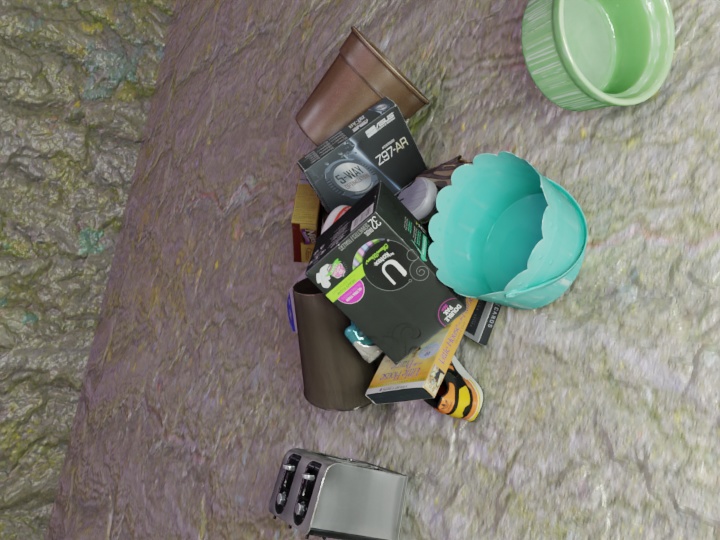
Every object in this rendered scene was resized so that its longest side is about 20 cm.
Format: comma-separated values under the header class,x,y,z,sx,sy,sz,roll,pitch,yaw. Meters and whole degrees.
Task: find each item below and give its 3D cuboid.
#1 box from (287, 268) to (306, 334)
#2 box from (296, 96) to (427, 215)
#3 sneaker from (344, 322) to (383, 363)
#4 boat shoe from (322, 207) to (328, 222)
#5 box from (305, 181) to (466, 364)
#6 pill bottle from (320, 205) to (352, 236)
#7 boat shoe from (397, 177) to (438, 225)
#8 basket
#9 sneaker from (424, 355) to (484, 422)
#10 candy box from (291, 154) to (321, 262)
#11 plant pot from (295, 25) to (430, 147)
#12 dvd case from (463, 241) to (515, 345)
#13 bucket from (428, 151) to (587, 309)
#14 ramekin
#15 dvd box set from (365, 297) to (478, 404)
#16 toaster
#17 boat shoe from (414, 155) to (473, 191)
class,x,y,z,sx,sy,sz,roll,pitch,yaw
box,-0.090,0.045,1.608,0.200,0.041,0.121,-49,40,38
box,0.008,-0.183,1.367,0.198,0.161,0.044,-35,39,-4
sneaker,0.025,0.060,1.276,0.077,0.079,0.201,-39,18,34
boat shoe,-0.042,-0.083,1.557,0.065,0.071,0.202,-51,33,31
box,0.042,0.004,1.139,0.148,0.200,0.125,-38,17,22
pill bottle,0.038,-0.034,1.272,0.196,0.112,0.115,15,89,23
boat shoe,0.105,-0.110,1.297,0.073,0.061,0.200,-66,10,-1
basket,-0.048,0.116,1.346,0.180,0.134,0.204,24,127,62
sneaker,0.109,0.160,1.204,0.200,0.089,0.071,43,112,54
candy box,-0.106,-0.130,1.606,0.118,0.055,0.203,92,-177,-49
plant pot,-0.006,-0.309,1.438,0.199,0.199,0.201,-46,40,15
dvd case,0.164,0.014,1.244,0.199,0.024,0.153,31,104,57
bucket,0.207,-0.048,1.074,0.205,0.133,0.212,-18,64,40
ramekin,0.306,-0.308,1.010,0.097,0.197,0.204,-3,74,63
dvd box set,0.097,0.109,1.178,0.145,0.029,0.202,-20,35,54
toaster,-0.028,0.371,1.253,0.180,0.197,0.121,-7,68,63
boat shoe,0.162,-0.147,1.286,0.074,0.075,0.199,-49,27,-9
